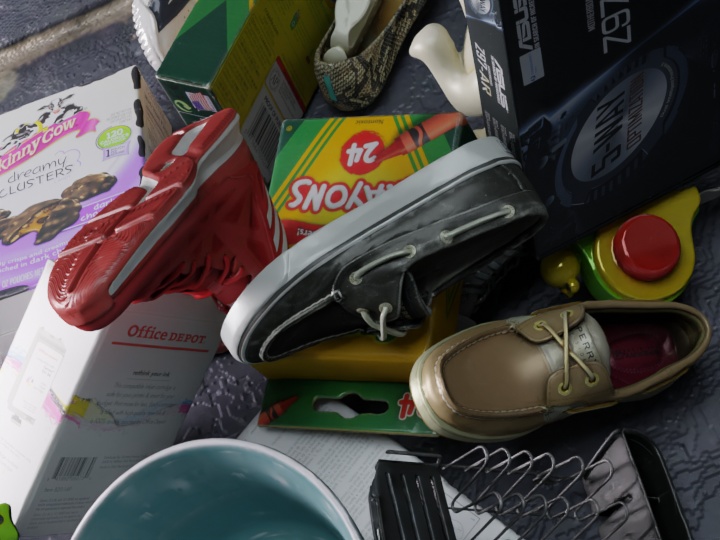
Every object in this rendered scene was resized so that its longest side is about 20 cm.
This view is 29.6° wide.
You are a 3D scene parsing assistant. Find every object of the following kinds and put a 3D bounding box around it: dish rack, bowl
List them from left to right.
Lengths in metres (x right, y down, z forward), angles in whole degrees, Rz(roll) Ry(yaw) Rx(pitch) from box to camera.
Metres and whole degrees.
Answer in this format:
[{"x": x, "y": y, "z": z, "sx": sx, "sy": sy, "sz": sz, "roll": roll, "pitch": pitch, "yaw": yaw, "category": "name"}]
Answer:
[{"x": -0.062, "y": 0.201, "z": 0.749, "sx": 0.200, "sy": 0.105, "sz": 0.201, "roll": -8, "pitch": 70, "yaw": 22, "category": "bowl"}, {"x": 0.100, "y": 0.160, "z": 0.741, "sx": 0.055, "sy": 0.200, "sz": 0.154, "roll": -47, "pitch": 46, "yaw": 40, "category": "dish rack"}]

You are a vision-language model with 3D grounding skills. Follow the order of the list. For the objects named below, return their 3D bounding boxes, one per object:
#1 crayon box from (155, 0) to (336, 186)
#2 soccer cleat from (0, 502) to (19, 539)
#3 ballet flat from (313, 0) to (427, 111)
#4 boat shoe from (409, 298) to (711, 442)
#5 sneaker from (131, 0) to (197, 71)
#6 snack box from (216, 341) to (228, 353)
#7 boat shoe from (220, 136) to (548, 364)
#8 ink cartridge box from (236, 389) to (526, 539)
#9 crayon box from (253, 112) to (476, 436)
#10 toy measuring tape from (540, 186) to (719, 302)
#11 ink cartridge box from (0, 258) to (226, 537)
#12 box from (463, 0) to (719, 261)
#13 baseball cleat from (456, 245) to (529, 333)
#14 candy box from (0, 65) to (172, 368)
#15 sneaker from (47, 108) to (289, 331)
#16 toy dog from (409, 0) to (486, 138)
[{"x": -0.067, "y": -0.181, "z": 1.017, "sx": 0.051, "sy": 0.127, "sz": 0.200, "roll": 15, "pitch": 65, "yaw": 25, "category": "crayon box"}, {"x": -0.238, "y": 0.204, "z": 0.823, "sx": 0.081, "sy": 0.200, "sz": 0.068, "roll": -14, "pitch": 58, "yaw": -22, "category": "soccer cleat"}, {"x": 0.018, "y": -0.217, "z": 1.039, "sx": 0.068, "sy": 0.075, "sz": 0.200, "roll": 14, "pitch": 66, "yaw": 26, "category": "ballet flat"}, {"x": 0.121, "y": 0.049, "z": 0.794, "sx": 0.200, "sy": 0.066, "sz": 0.074, "roll": -11, "pitch": 71, "yaw": -33, "category": "boat shoe"}, {"x": -0.097, "y": -0.245, "z": 1.090, "sx": 0.129, "sy": 0.080, "sz": 0.199, "roll": -2, "pitch": 50, "yaw": 27, "category": "sneaker"}, {"x": -0.183, "y": 0.042, "z": 0.984, "sx": 0.200, "sy": 0.024, "sz": 0.072, "roll": -13, "pitch": 55, "yaw": 11, "category": "snack box"}, {"x": 0.012, "y": 0.003, "z": 0.772, "sx": 0.200, "sy": 0.071, "sz": 0.064, "roll": -34, "pitch": 64, "yaw": 7, "category": "boat shoe"}, {"x": -0.015, "y": 0.179, "z": 0.843, "sx": 0.200, "sy": 0.050, "sz": 0.162, "roll": 34, "pitch": 75, "yaw": 26, "category": "ink cartridge box"}, {"x": 0.000, "y": 0.000, "z": 0.859, "sx": 0.127, "sy": 0.051, "sz": 0.200, "roll": -1, "pitch": 67, "yaw": 21, "category": "crayon box"}, {"x": 0.212, "y": -0.016, "z": 0.871, "sx": 0.200, "sy": 0.074, "sz": 0.074, "roll": -15, "pitch": 56, "yaw": -10, "category": "toy measuring tape"}, {"x": -0.162, "y": 0.065, "z": 0.866, "sx": 0.067, "sy": 0.116, "sz": 0.200, "roll": 31, "pitch": 100, "yaw": 30, "category": "ink cartridge box"}, {"x": 0.147, "y": -0.123, "z": 0.795, "sx": 0.160, "sy": 0.200, "sz": 0.044, "roll": -26, "pitch": 42, "yaw": -14, "category": "box"}, {"x": 0.082, "y": -0.002, "z": 0.909, "sx": 0.200, "sy": 0.070, "sz": 0.107, "roll": -19, "pitch": 67, "yaw": 15, "category": "baseball cleat"}, {"x": -0.221, "y": -0.040, "z": 0.998, "sx": 0.167, "sy": 0.072, "sz": 0.200, "roll": -19, "pitch": 47, "yaw": 6, "category": "candy box"}, {"x": -0.090, "y": -0.003, "z": 0.771, "sx": 0.078, "sy": 0.116, "sz": 0.200, "roll": -18, "pitch": 25, "yaw": 33, "category": "sneaker"}, {"x": 0.124, "y": -0.145, "z": 0.888, "sx": 0.194, "sy": 0.200, "sz": 0.140, "roll": 26, "pitch": 72, "yaw": 29, "category": "toy dog"}]
